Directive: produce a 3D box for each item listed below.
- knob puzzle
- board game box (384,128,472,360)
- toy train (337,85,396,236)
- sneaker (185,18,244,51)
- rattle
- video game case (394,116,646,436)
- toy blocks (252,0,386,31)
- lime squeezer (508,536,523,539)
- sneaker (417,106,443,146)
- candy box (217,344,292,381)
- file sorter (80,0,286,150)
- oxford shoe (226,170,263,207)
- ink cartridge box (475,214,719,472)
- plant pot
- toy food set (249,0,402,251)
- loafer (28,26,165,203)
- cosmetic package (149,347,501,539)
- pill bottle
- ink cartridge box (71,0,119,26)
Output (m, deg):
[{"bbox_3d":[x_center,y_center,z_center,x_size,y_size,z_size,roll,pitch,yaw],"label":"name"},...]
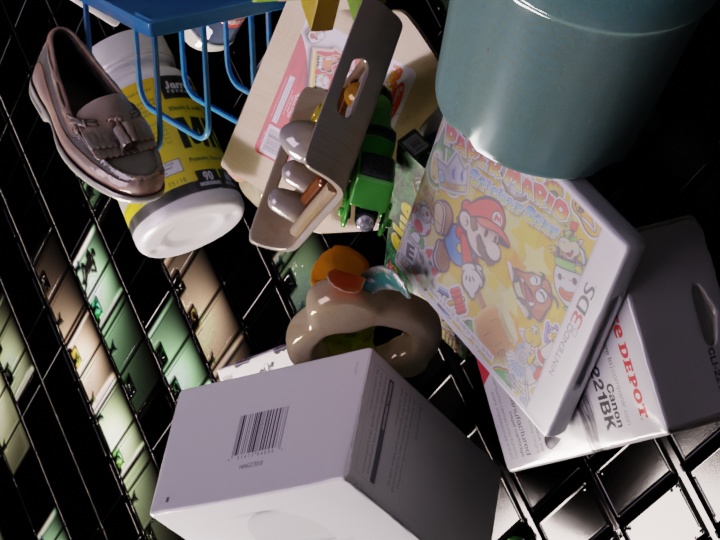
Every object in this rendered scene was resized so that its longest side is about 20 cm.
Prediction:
[{"bbox_3d":[0.003,-0.121,1.679,0.218,0.030,0.222,3,98,23],"label":"knob puzzle"},{"bbox_3d":[0.063,-0.017,1.611,0.105,0.023,0.200,47,157,23],"label":"board game box"},{"bbox_3d":[0.008,-0.088,1.563,0.200,0.041,0.057,-88,11,-64],"label":"toy train"},{"bbox_3d":[-0.154,-0.306,1.886,0.084,0.075,0.201,-42,71,47],"label":"sneaker"},{"bbox_3d":[0.000,0.000,1.608,0.200,0.129,0.144,70,-151,-58],"label":"rattle"},{"bbox_3d":[0.107,-0.013,1.453,0.200,0.023,0.183,50,138,34],"label":"video game case"},{"bbox_3d":[0.025,-0.254,1.527,0.136,0.199,0.101,-25,80,42],"label":"toy blocks"},{"bbox_3d":[0.118,0.317,1.722,0.070,0.038,0.202,-1,101,26],"label":"lime squeezer"},{"bbox_3d":[0.109,-0.085,1.535,0.200,0.076,0.112,-48,51,46],"label":"sneaker"},{"bbox_3d":[-0.042,0.165,1.872,0.167,0.071,0.201,-22,82,58],"label":"candy box"},{"bbox_3d":[-0.124,-0.192,1.756,0.139,0.199,0.124,32,131,49],"label":"file sorter"},{"bbox_3d":[-0.039,-0.084,1.802,0.199,0.071,0.074,4,130,57],"label":"oxford shoe"},{"bbox_3d":[0.173,0.056,1.480,0.200,0.083,0.145,-23,81,56],"label":"ink cartridge box"},{"bbox_3d":[0.141,-0.180,1.352,0.201,0.199,0.197,55,148,31],"label":"plant pot"},{"bbox_3d":[-0.036,-0.110,1.562,0.200,0.060,0.144,138,153,-68],"label":"toy food set"},{"bbox_3d":[-0.221,-0.131,1.691,0.200,0.071,0.063,48,137,41],"label":"loafer"},{"bbox_3d":[-0.024,0.177,1.652,0.198,0.200,0.124,-13,48,33],"label":"cosmetic package"},{"bbox_3d":[-0.198,-0.125,1.973,0.114,0.114,0.201,-47,62,53],"label":"pill bottle"},{"bbox_3d":[-0.216,-0.332,1.788,0.045,0.176,0.201,39,96,30],"label":"ink cartridge box"}]
